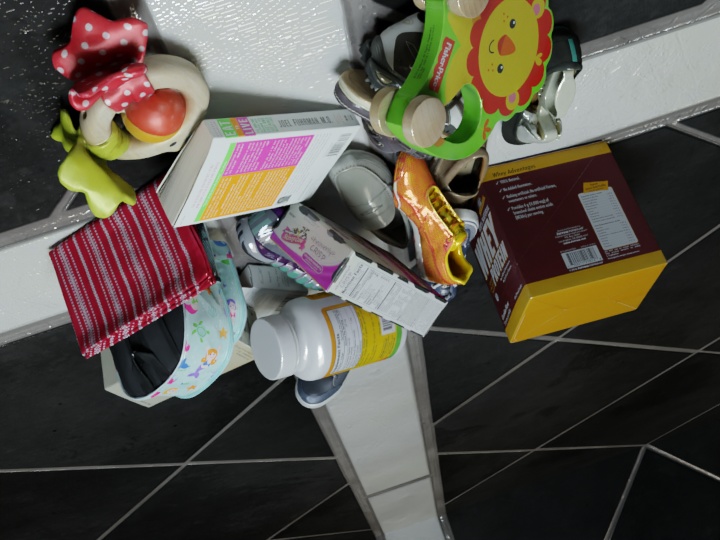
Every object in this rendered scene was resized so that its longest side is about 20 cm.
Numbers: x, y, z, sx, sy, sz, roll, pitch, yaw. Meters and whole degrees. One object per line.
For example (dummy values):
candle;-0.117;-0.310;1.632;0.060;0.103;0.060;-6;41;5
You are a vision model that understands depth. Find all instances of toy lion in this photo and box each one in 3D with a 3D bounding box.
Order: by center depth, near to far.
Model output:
toy lion;0.117;-0.205;0.929;0.191;0.068;0.202;15;96;-46

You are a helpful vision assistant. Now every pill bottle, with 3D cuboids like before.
pill bottle;-0.044;0.085;1.261;0.198;0.112;0.111;-12;154;-35

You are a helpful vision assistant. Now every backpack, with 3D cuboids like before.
backpack;-0.229;0.054;1.126;0.150;0.202;0.177;12;139;-44

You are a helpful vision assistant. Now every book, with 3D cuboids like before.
book;-0.107;-0.117;1.022;0.199;0.048;0.134;-12;154;-42

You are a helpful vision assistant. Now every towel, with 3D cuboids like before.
towel;-0.262;-0.007;1.056;0.199;0.146;0.022;-30;162;18

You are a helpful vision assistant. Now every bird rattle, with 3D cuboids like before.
bird rattle;-0.222;-0.162;0.892;0.162;0.113;0.201;-15;146;-39

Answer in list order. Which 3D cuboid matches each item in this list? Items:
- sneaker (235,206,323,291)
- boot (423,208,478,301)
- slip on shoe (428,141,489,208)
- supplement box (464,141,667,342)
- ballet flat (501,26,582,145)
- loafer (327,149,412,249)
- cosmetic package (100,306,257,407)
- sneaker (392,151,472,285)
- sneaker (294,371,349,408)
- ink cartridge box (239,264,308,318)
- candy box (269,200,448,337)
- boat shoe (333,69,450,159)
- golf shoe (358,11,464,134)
sneaker;-0.067;-0.035;1.210;0.087;0.075;0.199;-37;147;22
boot;0.123;-0.015;1.291;0.072;0.092;0.200;-1;164;-3
slip on shoe;0.125;-0.115;1.194;0.075;0.061;0.201;-10;151;-17
supplement box;0.268;-0.040;1.268;0.195;0.202;0.133;-13;153;-10
ballet flat;0.212;-0.194;1.097;0.067;0.069;0.201;-13;152;-12
loafer;0.019;-0.087;1.166;0.069;0.070;0.200;-24;152;18
cosmetic package;-0.244;0.108;1.273;0.198;0.074;0.103;-26;149;17
sneaker;0.096;-0.069;1.171;0.076;0.073;0.201;3;133;35
sneaker;-0.029;0.104;1.409;0.203;0.077;0.147;-51;167;-26
ink cartridge box;-0.194;0.061;1.332;0.172;0.044;0.200;7;144;-32
candy box;0.000;0.000;1.154;0.199;0.136;0.061;28;99;-46
boat shoe;0.035;-0.164;1.039;0.065;0.072;0.199;-43;151;26
golf shoe;0.093;-0.208;0.990;0.094;0.078;0.199;-37;149;31
